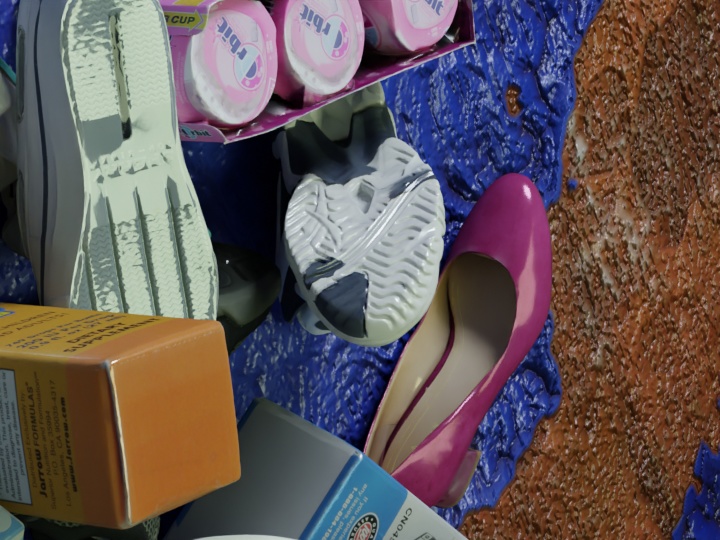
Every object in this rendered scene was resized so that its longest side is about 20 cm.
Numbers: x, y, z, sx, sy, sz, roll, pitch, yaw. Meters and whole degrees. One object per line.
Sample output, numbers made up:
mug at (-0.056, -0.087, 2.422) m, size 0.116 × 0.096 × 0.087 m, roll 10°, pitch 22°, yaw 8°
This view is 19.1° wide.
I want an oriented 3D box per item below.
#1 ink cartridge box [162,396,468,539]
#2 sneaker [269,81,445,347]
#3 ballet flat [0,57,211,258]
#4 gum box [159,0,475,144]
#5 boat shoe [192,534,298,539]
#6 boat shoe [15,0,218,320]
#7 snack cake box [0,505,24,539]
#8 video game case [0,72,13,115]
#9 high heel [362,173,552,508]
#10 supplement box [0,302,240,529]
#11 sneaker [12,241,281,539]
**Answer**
ink cartridge box at (-0.013, 0.178, 1.091) m, size 0.145 × 0.084 × 0.200 m, roll -57°, pitch 138°, yaw -10°
sneaker at (0.000, 0.000, 1.058) m, size 0.079 × 0.199 × 0.130 m, roll -17°, pitch 129°, yaw -8°
ballet flat at (-0.148, -0.043, 0.929) m, size 0.200 × 0.069 × 0.069 m, roll 42°, pitch 62°, yaw -38°
gum box at (-0.051, -0.114, 0.996) m, size 0.200 × 0.113 × 0.066 m, roll -27°, pitch 116°, yaw -47°
boat shoe at (-0.097, 0.172, 0.958) m, size 0.202 × 0.072 × 0.060 m, roll -13°, pitch 145°, yaw -15°
boat shoe at (-0.104, -0.027, 0.883) m, size 0.074 × 0.067 × 0.200 m, roll -7°, pitch 104°, yaw -30°
snack cake box at (-0.196, 0.173, 0.819) m, size 0.115 × 0.067 × 0.200 m, roll -36°, pitch 151°, yaw -41°
video game case at (-0.244, -0.084, 0.787) m, size 0.200 × 0.024 × 0.182 m, roll -39°, pitch 126°, yaw -24°
high heel at (0.052, 0.039, 1.185) m, size 0.096 × 0.067 × 0.200 m, roll 16°, pitch 85°, yaw -63°
supplement box at (-0.142, 0.051, 0.833) m, size 0.067 × 0.200 × 0.069 m, roll -20°, pitch 106°, yaw -49°
sneaker at (-0.106, 0.061, 0.989) m, size 0.199 × 0.076 × 0.114 m, roll -43°, pitch 143°, yaw -52°
